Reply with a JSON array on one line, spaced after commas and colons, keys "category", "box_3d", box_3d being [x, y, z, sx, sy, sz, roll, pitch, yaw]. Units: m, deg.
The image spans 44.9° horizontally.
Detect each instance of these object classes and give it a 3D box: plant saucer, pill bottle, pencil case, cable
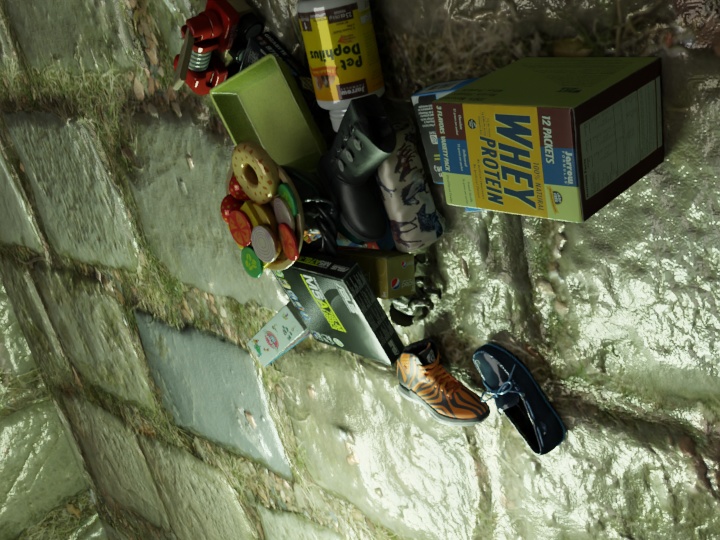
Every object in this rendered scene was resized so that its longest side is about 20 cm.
[{"category": "plant saucer", "box_3d": [-0.145, -0.249, 1.470, 0.199, 0.048, 0.201, -13, 107, 48]}, {"category": "pill bottle", "box_3d": [-0.025, -0.318, 1.322, 0.109, 0.109, 0.201, 11, 123, 44]}, {"category": "pencil case", "box_3d": [0.072, -0.135, 1.366, 0.078, 0.089, 0.201, -143, 34, -70]}, {"category": "cable", "box_3d": [-0.109, -0.086, 1.418, 0.199, 0.051, 0.164, 21, 141, 32]}]

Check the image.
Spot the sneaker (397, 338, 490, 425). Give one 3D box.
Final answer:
[{"category": "sneaker", "box_3d": [0.134, 0.189, 1.502, 0.199, 0.077, 0.113, 19, 129, 40]}]

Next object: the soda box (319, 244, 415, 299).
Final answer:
[{"category": "soda box", "box_3d": [0.000, 0.000, 1.437, 0.199, 0.064, 0.068, 7, 104, 48]}]

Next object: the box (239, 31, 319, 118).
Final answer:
[{"category": "box", "box_3d": [-0.154, -0.291, 1.537, 0.159, 0.046, 0.200, 47, 141, 15]}]

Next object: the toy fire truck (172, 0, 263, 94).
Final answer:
[{"category": "toy fire truck", "box_3d": [-0.273, -0.365, 1.493, 0.129, 0.199, 0.176, 48, 141, 14]}]

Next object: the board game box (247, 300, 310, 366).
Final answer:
[{"category": "board game box", "box_3d": [-0.116, 0.092, 1.673, 0.064, 0.147, 0.200, 52, 143, 3]}]

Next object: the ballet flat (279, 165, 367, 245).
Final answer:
[{"category": "ballet flat", "box_3d": [-0.054, -0.112, 1.432, 0.199, 0.064, 0.068, 35, 127, 11]}]

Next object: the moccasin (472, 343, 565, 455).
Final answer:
[{"category": "moccasin", "box_3d": [0.250, 0.206, 1.402, 0.200, 0.068, 0.081, 48, 141, 14]}]

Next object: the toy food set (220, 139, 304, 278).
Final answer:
[{"category": "toy food set", "box_3d": [-0.156, -0.090, 1.364, 0.199, 0.048, 0.200, 59, 140, 10]}]

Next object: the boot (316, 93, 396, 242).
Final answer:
[{"category": "boot", "box_3d": [0.013, -0.146, 1.296, 0.165, 0.065, 0.200, 54, 150, 5]}]

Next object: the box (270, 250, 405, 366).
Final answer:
[{"category": "box", "box_3d": [-0.041, 0.056, 1.427, 0.192, 0.048, 0.201, 16, 144, 45]}]

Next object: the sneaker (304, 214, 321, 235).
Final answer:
[{"category": "sneaker", "box_3d": [-0.106, -0.080, 1.523, 0.199, 0.078, 0.112, 13, 147, 27]}]

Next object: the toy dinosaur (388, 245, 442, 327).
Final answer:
[{"category": "toy dinosaur", "box_3d": [0.072, 0.025, 1.457, 0.102, 0.077, 0.201, -10, 122, 29]}]

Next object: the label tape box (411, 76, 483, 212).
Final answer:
[{"category": "label tape box", "box_3d": [0.166, -0.170, 1.245, 0.143, 0.066, 0.201, 4, 115, 47]}]

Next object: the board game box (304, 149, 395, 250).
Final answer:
[{"category": "board game box", "box_3d": [-0.045, -0.093, 1.541, 0.195, 0.056, 0.201, -29, 92, 52]}]

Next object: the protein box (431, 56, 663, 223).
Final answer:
[{"category": "protein box", "box_3d": [0.231, -0.167, 1.061, 0.198, 0.199, 0.136, 13, 124, 43]}]
